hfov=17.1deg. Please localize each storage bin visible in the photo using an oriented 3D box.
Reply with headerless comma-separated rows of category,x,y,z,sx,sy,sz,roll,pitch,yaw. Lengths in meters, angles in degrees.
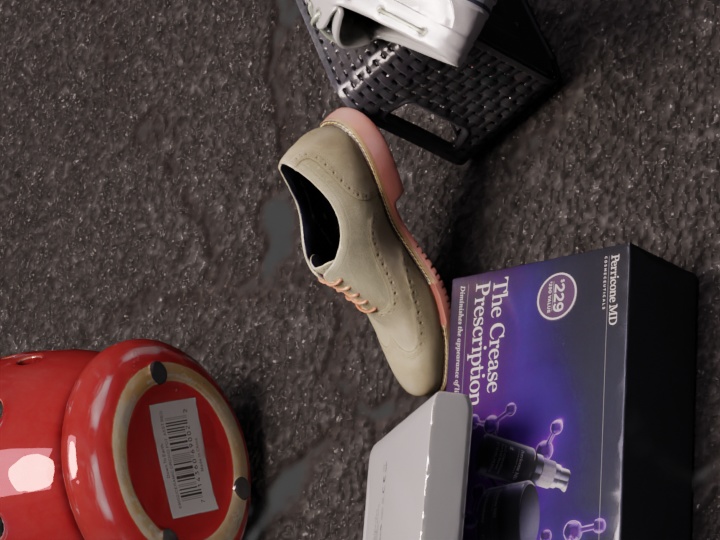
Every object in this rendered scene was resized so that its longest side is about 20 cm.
storage bin,0.033,-0.185,1.600,0.094,0.135,0.200,-42,50,24

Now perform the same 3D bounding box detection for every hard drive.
hard drive,0.030,0.156,1.460,0.200,0.027,0.133,127,149,-74

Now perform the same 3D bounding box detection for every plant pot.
plant pot,-0.191,0.147,1.639,0.182,0.200,0.201,-16,63,36

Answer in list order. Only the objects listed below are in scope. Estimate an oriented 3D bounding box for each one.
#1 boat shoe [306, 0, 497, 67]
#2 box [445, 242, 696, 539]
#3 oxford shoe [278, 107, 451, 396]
boat shoe,-0.006,-0.171,1.478,0.200,0.073,0.067,17,83,45
box,0.124,0.098,1.445,0.141,0.079,0.201,-11,66,38
oxford shoe,0.000,0.000,1.537,0.071,0.074,0.201,-3,114,53
